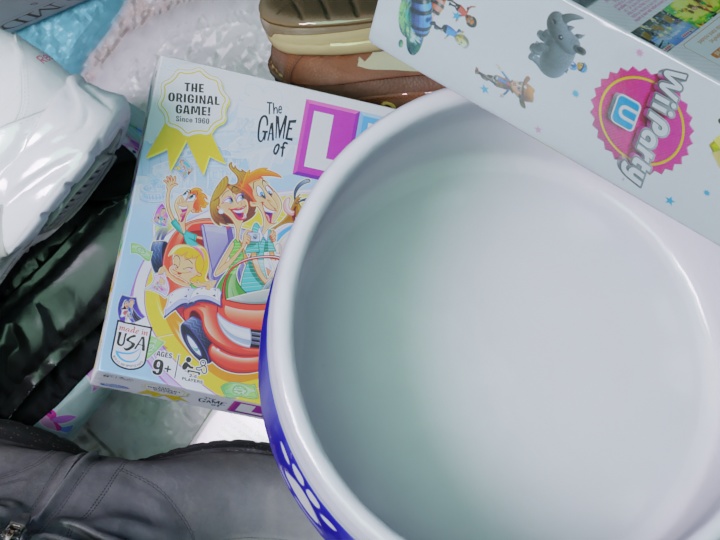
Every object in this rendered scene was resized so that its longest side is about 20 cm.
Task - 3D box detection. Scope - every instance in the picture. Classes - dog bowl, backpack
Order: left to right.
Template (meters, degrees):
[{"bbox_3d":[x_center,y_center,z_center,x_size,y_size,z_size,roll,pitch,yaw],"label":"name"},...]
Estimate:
[{"bbox_3d":[-0.163,0.004,0.911,0.200,0.127,0.167,-42,93,11],"label":"backpack"},{"bbox_3d":[0.061,0.032,0.783,0.199,0.079,0.201,2,74,-8],"label":"dog bowl"}]

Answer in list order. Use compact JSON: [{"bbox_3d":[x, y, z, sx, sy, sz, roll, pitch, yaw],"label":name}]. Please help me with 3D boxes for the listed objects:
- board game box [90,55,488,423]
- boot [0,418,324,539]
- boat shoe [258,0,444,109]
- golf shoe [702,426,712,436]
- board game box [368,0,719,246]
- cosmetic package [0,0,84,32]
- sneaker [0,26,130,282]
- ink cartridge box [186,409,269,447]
[{"bbox_3d":[0.000,0.000,0.843,0.199,0.034,0.135,12,75,-9],"label":"board game box"},{"bbox_3d":[-0.087,0.116,0.811,0.199,0.132,0.070,5,104,-7],"label":"boot"},{"bbox_3d":[0.058,-0.093,0.880,0.199,0.072,0.068,1,125,9],"label":"boat shoe"},{"bbox_3d":[0.115,0.112,0.864,0.200,0.073,0.092,-31,69,7],"label":"golf shoe"},{"bbox_3d":[0.127,-0.086,0.758,0.200,0.147,0.064,31,130,21],"label":"board game box"},{"bbox_3d":[-0.177,-0.205,0.871,0.167,0.200,0.167,-21,85,16],"label":"cosmetic package"},{"bbox_3d":[-0.185,-0.015,0.816,0.099,0.078,0.200,39,89,1],"label":"sneaker"},{"bbox_3d":[-0.002,0.096,0.907,0.145,0.048,0.200,33,89,13],"label":"ink cartridge box"}]
